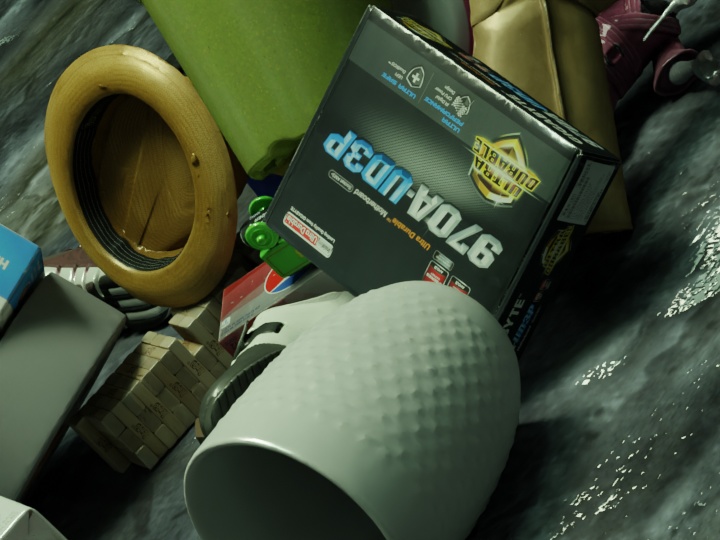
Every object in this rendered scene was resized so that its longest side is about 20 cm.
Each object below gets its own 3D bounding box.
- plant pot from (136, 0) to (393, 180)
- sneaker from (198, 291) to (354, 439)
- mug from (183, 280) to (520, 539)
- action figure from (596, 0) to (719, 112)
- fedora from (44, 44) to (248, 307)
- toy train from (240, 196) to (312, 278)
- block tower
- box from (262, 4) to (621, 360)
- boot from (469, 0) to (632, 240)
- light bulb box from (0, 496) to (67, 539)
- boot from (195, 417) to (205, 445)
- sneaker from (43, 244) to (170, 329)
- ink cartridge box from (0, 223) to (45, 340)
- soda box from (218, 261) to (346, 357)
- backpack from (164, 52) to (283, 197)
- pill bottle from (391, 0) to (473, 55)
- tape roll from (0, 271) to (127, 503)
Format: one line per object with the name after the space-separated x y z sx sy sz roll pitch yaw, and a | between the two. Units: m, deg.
-0.052 -0.169 1.726 0.199 0.191 0.200 -23 -8 -3 | plant pot
-0.049 0.065 1.629 0.088 0.074 0.200 6 21 36 | sneaker
-0.007 0.100 1.476 0.200 0.148 0.175 -23 21 49 | mug
0.161 -0.131 1.726 0.200 0.134 0.149 -40 -12 -8 | action figure
-0.137 -0.074 1.855 0.200 0.201 0.082 -16 9 47 | fedora
0.008 -0.059 1.693 0.200 0.056 0.042 -31 30 26 | toy train
-0.117 0.055 1.862 0.200 0.054 0.058 -49 22 -15 | block tower
0.046 -0.047 1.588 0.200 0.046 0.159 39 109 37 | box
0.147 -0.120 1.624 0.174 0.201 0.066 -7 -7 5 | boot
-0.269 0.247 1.666 0.198 0.125 0.200 -49 24 -18 | light bulb box
-0.056 0.124 1.621 0.075 0.074 0.200 -27 22 4 | boot
-0.196 -0.003 2.097 0.199 0.076 0.116 -2 38 43 | sneaker
-0.305 0.062 1.832 0.201 0.084 0.146 -60 0 -12 | ink cartridge box
0.000 0.000 1.756 0.200 0.063 0.070 -33 25 20 | soda box
-0.030 -0.134 1.915 0.200 0.168 0.163 -3 46 56 | backpack
0.107 -0.207 1.819 0.199 0.114 0.113 -25 12 -30 | pill bottle
-0.243 0.103 1.863 0.201 0.066 0.200 -60 1 2 | tape roll
